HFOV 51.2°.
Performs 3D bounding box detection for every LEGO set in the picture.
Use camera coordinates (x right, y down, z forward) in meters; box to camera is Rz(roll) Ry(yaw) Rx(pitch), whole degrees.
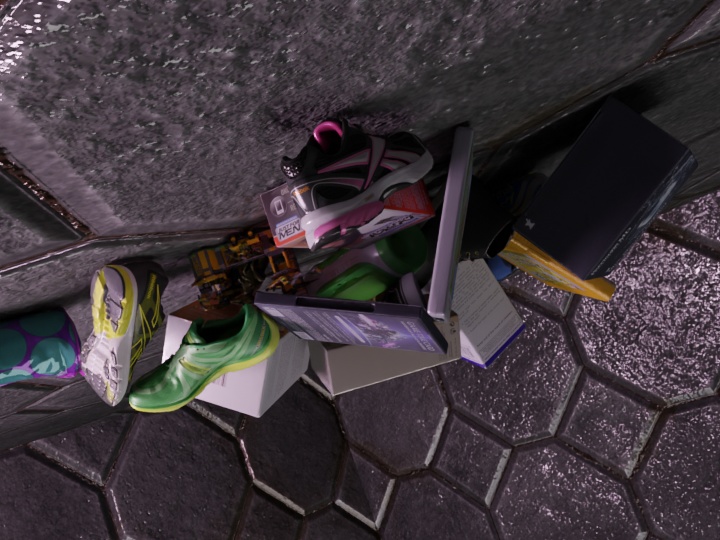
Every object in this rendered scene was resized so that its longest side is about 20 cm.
[{"bbox_3d":[-0.132,0.028,0.972,0.153,0.116,0.200,-18,171,-11],"label":"LEGO set"}]

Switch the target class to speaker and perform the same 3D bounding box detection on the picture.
[{"bbox_3d":[0.000,0.000,1.020,0.088,0.089,0.200,-12,166,-42],"label":"speaker"}]

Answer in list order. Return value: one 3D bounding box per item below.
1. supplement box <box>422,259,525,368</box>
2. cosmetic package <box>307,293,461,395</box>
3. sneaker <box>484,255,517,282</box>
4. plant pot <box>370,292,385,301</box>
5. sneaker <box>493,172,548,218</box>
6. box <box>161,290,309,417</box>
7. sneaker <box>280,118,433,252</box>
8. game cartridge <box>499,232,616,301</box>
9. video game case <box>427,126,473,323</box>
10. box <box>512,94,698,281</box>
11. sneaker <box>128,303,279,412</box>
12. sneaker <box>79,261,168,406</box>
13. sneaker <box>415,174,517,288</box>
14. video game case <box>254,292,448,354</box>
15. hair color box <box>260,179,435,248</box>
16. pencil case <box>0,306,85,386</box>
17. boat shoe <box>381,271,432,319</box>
[{"bbox_3d":[0.156,0.041,1.192,0.103,0.200,0.101,-43,-155,-14],"label":"supplement box"},{"bbox_3d":[0.033,0.102,1.074,0.199,0.073,0.103,-13,-160,-19],"label":"cosmetic package"},{"bbox_3d":[0.292,-0.056,1.274,0.146,0.081,0.200,-2,-138,48],"label":"sneaker"},{"bbox_3d":[0.079,0.022,1.287,0.199,0.201,0.142,-16,-164,-23],"label":"plant pot"},{"bbox_3d":[0.223,-0.092,1.180,0.105,0.076,0.200,-17,172,-15],"label":"sneaker"},{"bbox_3d":[-0.167,0.105,1.068,0.152,0.107,0.200,14,-165,11],"label":"box"},{"bbox_3d":[-0.001,-0.097,0.653,0.080,0.087,0.200,-23,-167,29],"label":"sneaker"},{"bbox_3d":[0.253,-0.021,1.120,0.199,0.033,0.176,27,179,-18],"label":"game cartridge"},{"bbox_3d":[0.106,-0.043,0.863,0.022,0.201,0.182,8,175,8],"label":"video game case"},{"bbox_3d":[0.322,-0.098,0.974,0.197,0.117,0.200,-56,159,18],"label":"box"},{"bbox_3d":[-0.198,0.100,0.914,0.199,0.084,0.074,-30,-145,0],"label":"sneaker"},{"bbox_3d":[-0.269,0.076,0.882,0.084,0.074,0.201,-23,142,-48],"label":"sneaker"},{"bbox_3d":[0.120,-0.024,1.006,0.075,0.106,0.200,-11,139,-45],"label":"sneaker"},{"bbox_3d":[-0.007,0.064,0.890,0.199,0.019,0.143,3,160,20],"label":"video game case"},{"bbox_3d":[-0.007,-0.071,0.832,0.111,0.064,0.200,-23,170,25],"label":"hair color box"},{"bbox_3d":[-0.432,0.108,0.881,0.199,0.093,0.085,-16,171,-28],"label":"pencil case"},{"bbox_3d":[0.055,0.048,0.955,0.056,0.069,0.200,-22,173,1],"label":"boat shoe"}]
